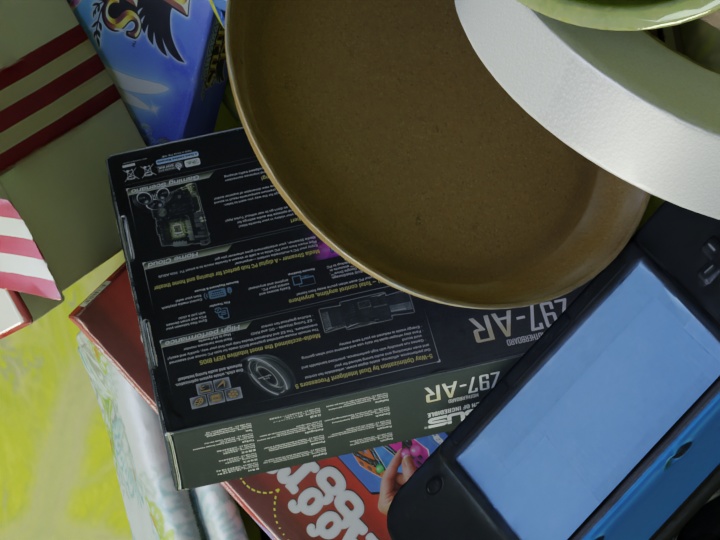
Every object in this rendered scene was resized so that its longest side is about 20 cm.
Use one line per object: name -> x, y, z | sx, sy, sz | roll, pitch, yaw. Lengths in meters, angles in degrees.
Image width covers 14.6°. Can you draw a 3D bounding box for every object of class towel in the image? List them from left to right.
towel -> -0.094, 0.110, 1.386 | 0.171, 0.048, 0.201 | 172, 80, -81

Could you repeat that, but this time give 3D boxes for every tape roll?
tape roll -> 0.135, -0.092, 1.111 | 0.203, 0.202, 0.037 | 44, 127, 24

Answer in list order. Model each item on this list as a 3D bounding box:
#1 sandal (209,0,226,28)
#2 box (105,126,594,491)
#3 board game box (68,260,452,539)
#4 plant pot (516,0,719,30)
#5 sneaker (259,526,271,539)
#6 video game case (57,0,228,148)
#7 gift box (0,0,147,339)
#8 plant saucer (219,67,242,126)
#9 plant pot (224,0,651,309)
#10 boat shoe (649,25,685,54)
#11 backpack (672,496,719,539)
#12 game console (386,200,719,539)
sandal -> -0.025, -0.183, 1.249 | 0.087, 0.079, 0.201 | -132, 44, -61
box -> 0.000, 0.000, 1.221 | 0.044, 0.199, 0.161 | 83, 172, -51
board game box -> -0.032, 0.059, 1.305 | 0.200, 0.103, 0.019 | 48, 170, -12
plant pot -> 0.146, -0.197, 1.077 | 0.199, 0.190, 0.201 | 6, 100, 35
sneaker -> -0.038, 0.079, 1.367 | 0.076, 0.091, 0.201 | 6, 105, 37
video game case -> -0.147, -0.137, 1.365 | 0.181, 0.045, 0.201 | 22, 114, 14
gift box -> -0.204, -0.029, 1.295 | 0.184, 0.187, 0.200 | -31, 94, 30
plant saucer -> -0.018, -0.136, 1.340 | 0.199, 0.031, 0.201 | 11, 107, 39
plant pot -> 0.031, -0.075, 1.136 | 0.027, 0.199, 0.201 | -37, 76, 54
boat shoe -> 0.089, -0.149, 1.222 | 0.072, 0.068, 0.201 | -22, 86, 41
backpack -> 0.136, 0.159, 1.187 | 0.147, 0.183, 0.200 | 48, 129, -8
game console -> 0.084, 0.057, 1.064 | 0.200, 0.118, 0.171 | -47, 44, 7
